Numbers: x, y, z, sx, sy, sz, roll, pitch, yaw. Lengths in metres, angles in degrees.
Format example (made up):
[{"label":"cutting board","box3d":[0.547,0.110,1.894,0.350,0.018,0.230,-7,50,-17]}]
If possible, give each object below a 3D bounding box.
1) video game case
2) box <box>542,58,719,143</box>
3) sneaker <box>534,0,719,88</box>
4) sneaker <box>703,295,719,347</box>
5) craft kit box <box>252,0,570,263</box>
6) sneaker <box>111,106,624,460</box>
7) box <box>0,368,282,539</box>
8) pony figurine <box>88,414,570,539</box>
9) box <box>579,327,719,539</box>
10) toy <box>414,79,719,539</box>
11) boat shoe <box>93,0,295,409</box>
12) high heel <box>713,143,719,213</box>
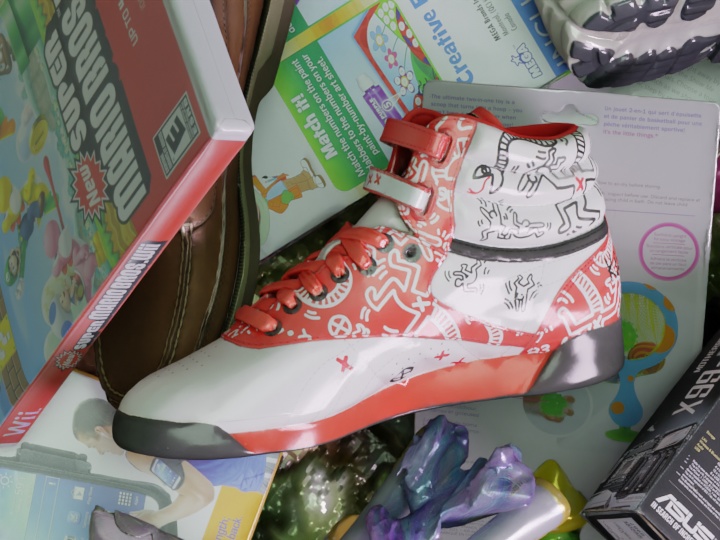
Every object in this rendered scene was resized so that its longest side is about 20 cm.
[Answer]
[{"label":"video game case","box3d":[-0.110,-0.048,0.771,0.017,0.200,0.144,1,55,-36]},{"label":"box","box3d":[0.117,-0.148,0.913,0.144,0.036,0.201,26,83,-6]},{"label":"sneaker","box3d":[0.150,-0.132,0.850,0.199,0.078,0.080,-10,62,-33]},{"label":"sneaker","box3d":[0.200,0.031,0.890,0.200,0.071,0.098,-40,94,-9]},{"label":"craft kit box","box3d":[-0.042,-0.116,0.857,0.197,0.049,0.201,-31,90,1]},{"label":"sneaker","box3d":[0.000,0.000,0.772,0.200,0.067,0.109,-10,102,-18]},{"label":"box","box3d":[-0.143,0.092,0.846,0.199,0.041,0.120,22,82,-9]},{"label":"pony figurine","box3d":[-0.017,0.138,0.765,0.200,0.193,0.167,-39,82,-29]},{"label":"box","box3d":[0.206,0.099,0.813,0.200,0.050,0.158,43,71,-8]},{"label":"toy","box3d":[0.081,0.022,0.855,0.114,0.047,0.202,5,107,11]},{"label":"boat shoe","box3d":[-0.079,-0.043,0.797,0.068,0.072,0.202,12,83,-53]},{"label":"high heel","box3d":[0.224,-0.040,0.889,0.199,0.067,0.096,-23,79,-35]}]
